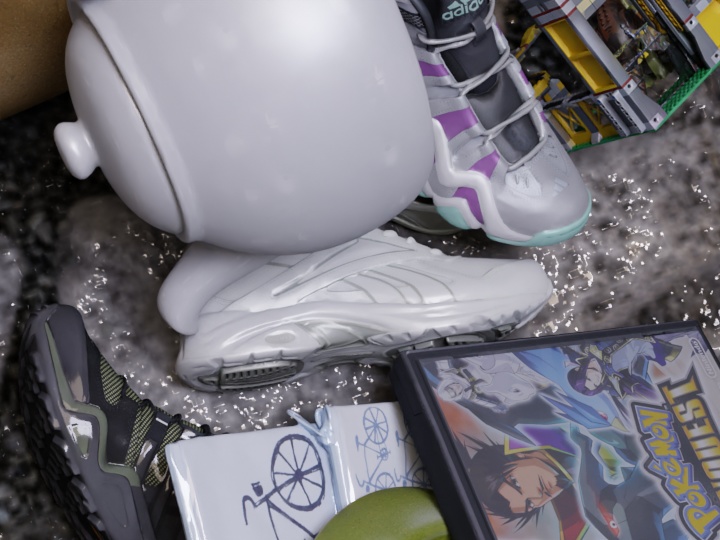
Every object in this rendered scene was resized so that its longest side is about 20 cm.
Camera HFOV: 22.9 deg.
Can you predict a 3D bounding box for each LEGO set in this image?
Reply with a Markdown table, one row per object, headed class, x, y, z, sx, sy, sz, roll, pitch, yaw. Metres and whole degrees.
| class | x | y | z | sx | sy | sz | roll | pitch | yaw |
| --- | --- | --- | --- | --- | --- | --- | --- | --- | --- |
| LEGO set | 0.133 | -0.156 | 0.931 | 0.200 | 0.154 | 0.116 | -43 | 103 | -11 |

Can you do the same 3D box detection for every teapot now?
| class | x | y | z | sx | sy | sz | roll | pitch | yaw |
| --- | --- | --- | --- | --- | --- | --- | --- | --- | --- |
| teapot | -0.068 | -0.087 | 0.783 | 0.145 | 0.197 | 0.201 | -26 | 90 | -12 |

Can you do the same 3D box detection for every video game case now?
| class | x | y | z | sx | sy | sz | roll | pitch | yaw |
| --- | --- | --- | --- | --- | --- | --- | --- | --- | --- |
| video game case | 0.128 | 0.116 | 0.858 | 0.179 | 0.026 | 0.201 | -5 | 54 | -26 |

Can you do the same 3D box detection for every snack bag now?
| class | x | y | z | sx | sy | sz | roll | pitch | yaw |
| --- | --- | --- | --- | --- | --- | --- | --- | --- | --- |
| snack bag | 0.001 | 0.154 | 0.840 | 0.199 | 0.021 | 0.190 | -1 | 72 | -44 |

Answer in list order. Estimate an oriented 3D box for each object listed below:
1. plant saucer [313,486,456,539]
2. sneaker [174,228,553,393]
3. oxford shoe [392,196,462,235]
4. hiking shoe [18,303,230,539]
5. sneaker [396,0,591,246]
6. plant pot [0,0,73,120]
| class | x | y | z | sx | sy | sz | roll | pitch | yaw |
| --- | --- | --- | --- | --- | --- | --- | --- | --- | --- |
| plant saucer | 0.047 | 0.196 | 0.829 | 0.199 | 0.031 | 0.202 | 21 | 58 | -38 |
| sneaker | 0.000 | 0.000 | 0.906 | 0.198 | 0.078 | 0.100 | -6 | 73 | -13 |
| oxford shoe | -0.023 | -0.079 | 0.932 | 0.199 | 0.058 | 0.076 | 23 | 74 | -2 |
| hiking shoe | -0.094 | 0.099 | 0.869 | 0.100 | 0.076 | 0.201 | -27 | 90 | -25 |
| sneaker | 0.048 | -0.107 | 0.852 | 0.200 | 0.140 | 0.078 | 41 | 58 | 5 |
| plant pot | -0.163 | -0.164 | 0.878 | 0.199 | 0.186 | 0.188 | -15 | 78 | -27 |
